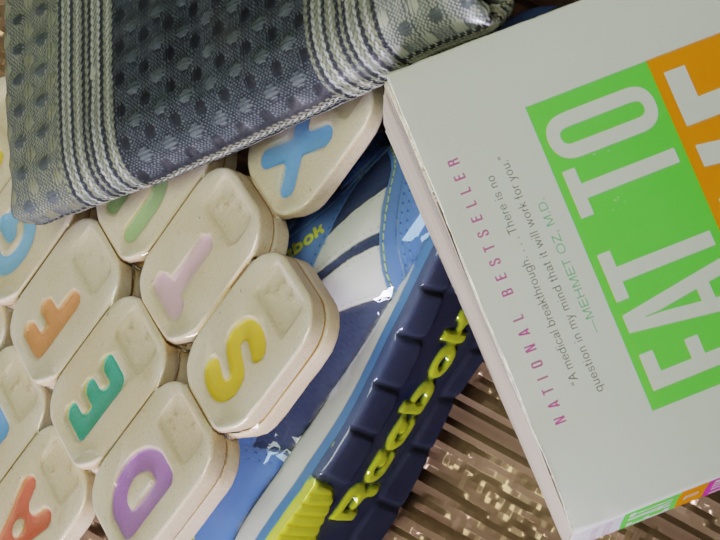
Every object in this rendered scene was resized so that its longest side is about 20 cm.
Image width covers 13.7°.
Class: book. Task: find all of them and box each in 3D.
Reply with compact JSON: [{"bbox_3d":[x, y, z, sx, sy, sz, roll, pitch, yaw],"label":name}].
[{"bbox_3d":[0.122,-0.023,0.804,0.199,0.048,0.134,-22,76,-6],"label":"book"}]

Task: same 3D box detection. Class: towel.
[{"bbox_3d":[-0.033,-0.127,0.891,0.192,0.034,0.201,-22,60,38],"label":"towel"}]

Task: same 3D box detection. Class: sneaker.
[{"bbox_3d":[0.000,0.000,0.885,0.082,0.074,0.200,38,98,30],"label":"sneaker"}]

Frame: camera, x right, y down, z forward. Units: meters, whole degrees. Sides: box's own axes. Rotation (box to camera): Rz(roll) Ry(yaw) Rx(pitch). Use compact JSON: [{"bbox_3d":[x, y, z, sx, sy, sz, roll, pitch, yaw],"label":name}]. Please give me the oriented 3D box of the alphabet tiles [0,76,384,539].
[{"bbox_3d":[-0.072,-0.008,0.904,0.196,0.015,0.200,-53,42,19],"label":"alphabet tiles"}]
